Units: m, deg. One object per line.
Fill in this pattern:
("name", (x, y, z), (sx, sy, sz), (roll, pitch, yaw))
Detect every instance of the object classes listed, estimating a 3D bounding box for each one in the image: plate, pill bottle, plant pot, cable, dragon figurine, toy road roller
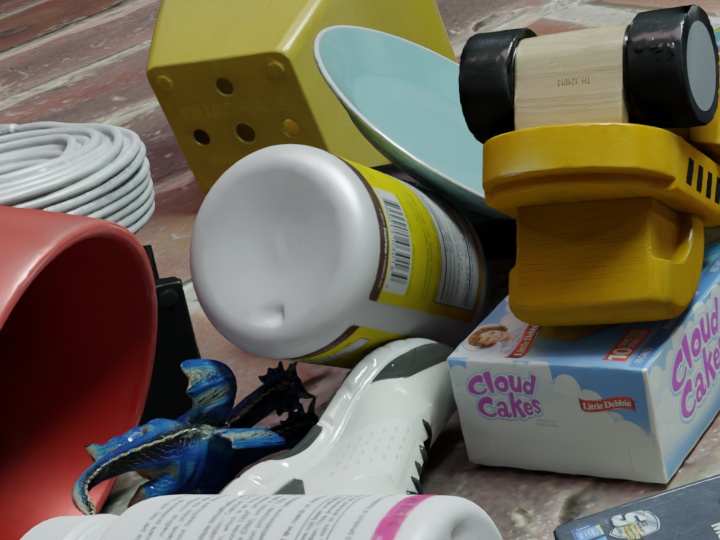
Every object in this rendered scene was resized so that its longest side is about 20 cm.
("plate", (0.054, -0.081, 0.981), (0.026, 0.199, 0.201), (-57, 15, 24))
("pill bottle", (0.000, 0.000, 0.900), (0.109, 0.110, 0.200), (-5, -9, 26))
("plant pot", (-0.056, -0.158, 1.312), (0.199, 0.201, 0.177), (-2, 38, 30))
("cable", (-0.234, -0.042, 1.070), (0.199, 0.070, 0.200), (-1, 20, 29))
("pill bottle", (-0.045, 0.148, 0.665), (0.199, 0.114, 0.113), (-4, 25, 28))
("dragon figurine", (-0.080, 0.083, 0.828), (0.099, 0.059, 0.200), (-40, -18, 9))
("toy road roller", (0.133, -0.040, 0.835), (0.122, 0.147, 0.200), (-3, -11, 29))
("plant pot", (-0.229, 0.049, 0.849), (0.176, 0.202, 0.200), (17, 33, 17))

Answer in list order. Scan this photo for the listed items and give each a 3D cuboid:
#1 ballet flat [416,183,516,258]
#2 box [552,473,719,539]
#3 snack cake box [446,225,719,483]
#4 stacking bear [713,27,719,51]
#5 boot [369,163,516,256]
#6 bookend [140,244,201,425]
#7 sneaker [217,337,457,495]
("ballet flat", (0.028, -0.017, 1.045), (0.199, 0.069, 0.068), (-12, 38, -3))
("box", (0.172, 0.139, 0.615), (0.157, 0.051, 0.200), (-16, 22, -1))
("snack cake box", (0.146, 0.028, 0.873), (0.114, 0.068, 0.200), (3, 29, 35))
("stacking bear", (0.255, -0.113, 1.083), (0.113, 0.122, 0.200), (0, 13, 2))
("boot", (0.052, -0.068, 1.158), (0.197, 0.074, 0.163), (-1, 28, 16))
("bookend", (-0.204, 0.043, 1.053), (0.197, 0.093, 0.200), (-13, 18, -4))
("sneaker", (0.006, 0.106, 0.809), (0.080, 0.074, 0.200), (18, 41, 29))
